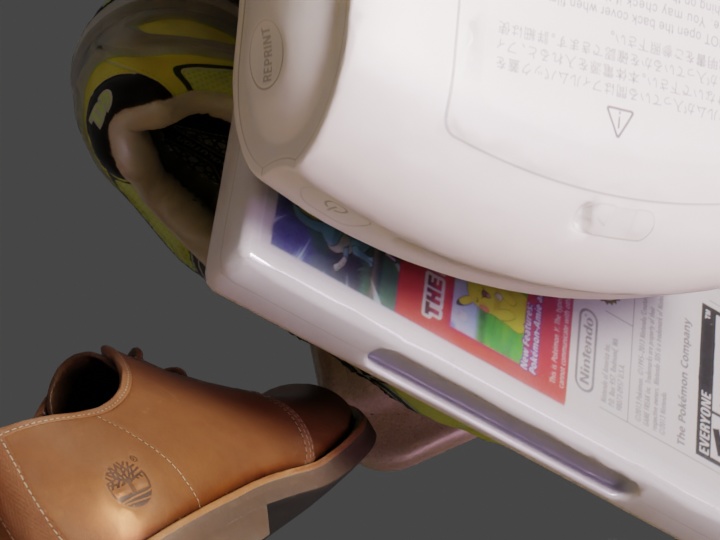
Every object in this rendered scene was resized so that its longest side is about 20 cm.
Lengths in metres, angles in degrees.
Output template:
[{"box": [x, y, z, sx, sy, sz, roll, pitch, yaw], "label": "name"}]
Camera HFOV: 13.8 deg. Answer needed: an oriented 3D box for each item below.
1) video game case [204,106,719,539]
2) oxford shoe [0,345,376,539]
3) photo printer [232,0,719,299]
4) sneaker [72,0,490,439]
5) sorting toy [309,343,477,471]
[{"box": [0.047, -0.037, 0.826, 0.182, 0.023, 0.201, 29, 48, -24], "label": "video game case"}, {"box": [-0.049, 0.048, 0.813, 0.071, 0.071, 0.200, 53, 15, 5], "label": "oxford shoe"}, {"box": [0.050, -0.095, 0.761, 0.165, 0.069, 0.202, 10, 79, -31], "label": "photo printer"}, {"box": [0.000, 0.000, 0.838, 0.199, 0.076, 0.077, 32, 22, -10], "label": "sneaker"}, {"box": [0.050, -0.060, 0.928, 0.184, 0.036, 0.201, -22, 111, -24], "label": "sorting toy"}]
